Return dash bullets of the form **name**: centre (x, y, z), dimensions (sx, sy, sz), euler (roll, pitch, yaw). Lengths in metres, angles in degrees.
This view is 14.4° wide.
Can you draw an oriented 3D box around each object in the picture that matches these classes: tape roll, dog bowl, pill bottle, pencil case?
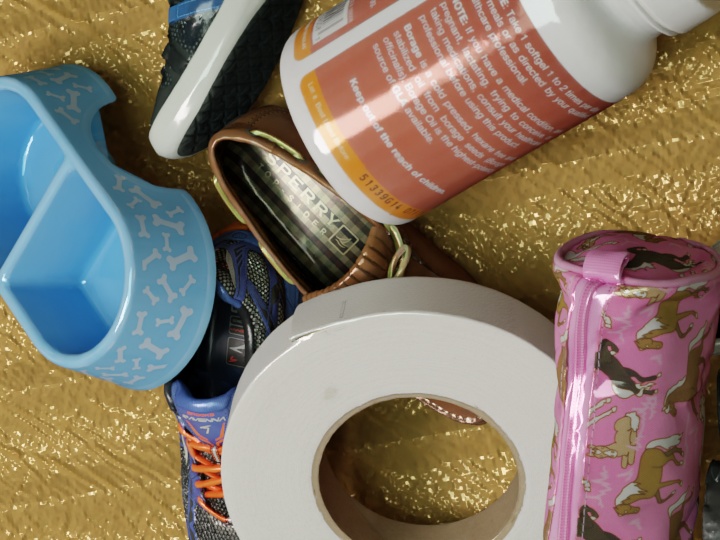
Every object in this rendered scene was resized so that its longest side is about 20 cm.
- **tape roll**: centre (0.030, 0.096, 1.424), dimensions (0.202, 0.037, 0.203), euler (3, 121, 5)
- **dog bowl**: centre (-0.152, -0.025, 1.474), dimensions (0.200, 0.050, 0.112), euler (53, 122, 33)
- **pill bottle**: centre (0.070, -0.113, 1.375), dimensions (0.200, 0.112, 0.112), euler (-29, 88, 24)
- **pencil case**: centre (0.123, 0.078, 1.339), dimensions (0.083, 0.087, 0.200), euler (4, 108, -1)

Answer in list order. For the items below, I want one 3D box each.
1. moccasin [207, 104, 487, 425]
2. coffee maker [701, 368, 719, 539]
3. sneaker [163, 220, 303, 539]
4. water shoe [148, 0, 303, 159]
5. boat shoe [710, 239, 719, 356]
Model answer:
- **moccasin**: centre (0.001, -0.001, 1.439), dimensions (0.074, 0.078, 0.201), euler (-39, 89, 21)
- **coffee maker**: centre (0.267, 0.132, 1.325), dimensions (0.200, 0.135, 0.192), euler (-9, 95, 23)
- **sneaker**: centre (-0.072, 0.077, 1.485), dimensions (0.075, 0.078, 0.200), euler (1, 99, 23)
- **water shoe**: centre (-0.071, -0.156, 1.453), dimensions (0.079, 0.071, 0.200), euler (29, 99, 18)
- **boat shoe**: centre (0.226, -0.010, 1.353), dimensions (0.200, 0.066, 0.072), euler (-21, 91, 24)
